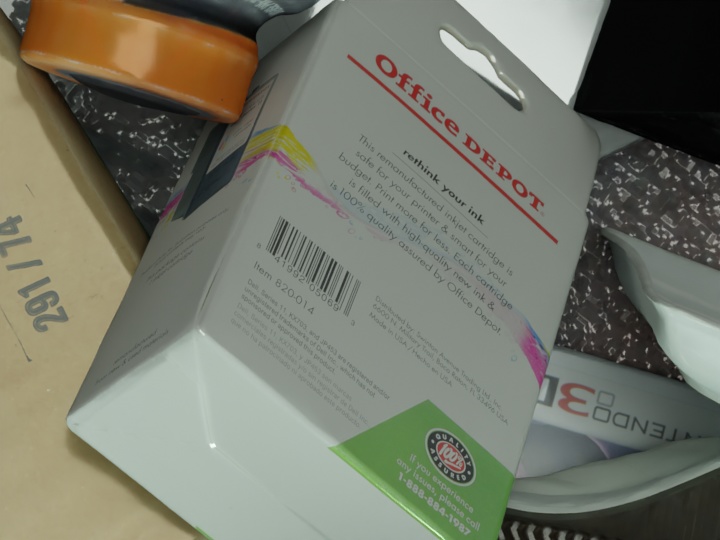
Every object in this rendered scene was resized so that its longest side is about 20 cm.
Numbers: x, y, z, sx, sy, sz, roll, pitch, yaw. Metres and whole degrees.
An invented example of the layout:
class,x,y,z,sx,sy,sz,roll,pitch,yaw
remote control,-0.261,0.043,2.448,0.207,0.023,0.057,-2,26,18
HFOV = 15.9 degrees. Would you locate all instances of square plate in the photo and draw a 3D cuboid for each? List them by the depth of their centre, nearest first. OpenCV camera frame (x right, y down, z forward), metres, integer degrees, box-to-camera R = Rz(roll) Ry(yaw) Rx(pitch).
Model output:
class,x,y,z,sx,sy,sz,roll,pitch,yaw
square plate,0.169,0.044,0.807,0.199,0.198,0.029,23,97,-2

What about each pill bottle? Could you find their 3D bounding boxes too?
class,x,y,z,sx,sy,sz,roll,pitch,yaw
pill bottle,-0.044,-0.149,0.785,0.106,0.106,0.201,16,88,-3

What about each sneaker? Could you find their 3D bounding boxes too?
class,x,y,z,sx,sy,sz,roll,pitch,yaw
sneaker,0.075,0.099,0.836,0.199,0.085,0.073,-12,88,15

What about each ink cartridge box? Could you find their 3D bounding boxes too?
class,x,y,z,sx,sy,sz,roll,pitch,yaw
ink cartridge box,0.000,0.000,0.801,0.117,0.067,0.200,41,41,-17

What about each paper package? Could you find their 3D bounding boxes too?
class,x,y,z,sx,sy,sz,roll,pitch,yaw
paper package,-0.148,0.040,0.822,0.190,0.103,0.201,-32,86,-10

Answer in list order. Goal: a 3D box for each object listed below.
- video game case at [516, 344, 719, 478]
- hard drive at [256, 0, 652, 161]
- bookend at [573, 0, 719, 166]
class,x,y,z,sx,sy,sz,roll,pitch,yaw
video game case,0.059,0.127,0.869,0.181,0.023,0.201,16,82,-3
hard drive,0.055,-0.098,0.896,0.199,0.027,0.132,-26,86,-8
bookend,0.194,-0.058,0.799,0.199,0.199,0.093,19,90,-12
